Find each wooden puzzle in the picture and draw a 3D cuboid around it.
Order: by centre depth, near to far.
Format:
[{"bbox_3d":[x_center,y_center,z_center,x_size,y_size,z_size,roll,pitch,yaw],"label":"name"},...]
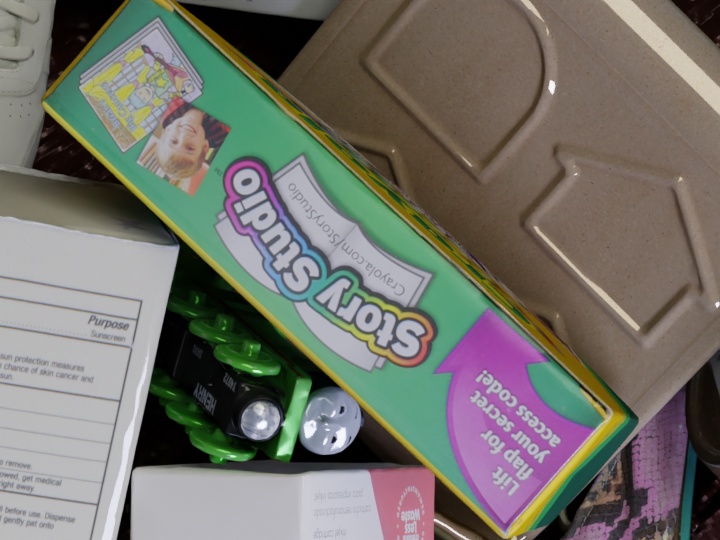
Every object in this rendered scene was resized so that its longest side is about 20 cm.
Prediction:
[{"bbox_3d":[0.053,-0.024,1.078,0.185,0.200,0.046,45,25,7],"label":"wooden puzzle"}]

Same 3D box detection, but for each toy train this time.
[{"bbox_3d":[-0.051,0.024,1.015,0.056,0.200,0.042,13,101,-23],"label":"toy train"}]

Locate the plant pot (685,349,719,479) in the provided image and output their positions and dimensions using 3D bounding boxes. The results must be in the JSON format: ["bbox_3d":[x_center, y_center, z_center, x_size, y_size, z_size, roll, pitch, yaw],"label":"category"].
[{"bbox_3d":[0.225,0.061,1.077,0.199,0.187,0.188,22,67,-18],"label":"plant pot"}]

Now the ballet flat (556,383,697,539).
[{"bbox_3d":[0.108,0.036,1.132,0.071,0.069,0.201,12,68,7],"label":"ballet flat"}]

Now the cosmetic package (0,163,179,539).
[{"bbox_3d":[-0.132,0.069,0.974,0.103,0.087,0.201,12,102,-14],"label":"cosmetic package"}]

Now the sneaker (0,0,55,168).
[{"bbox_3d":[-0.145,-0.114,1.072,0.074,0.100,0.201,5,73,-17],"label":"sneaker"}]

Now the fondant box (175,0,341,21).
[{"bbox_3d":[-0.013,-0.160,1.124,0.199,0.058,0.145,5,45,-16],"label":"fondant box"}]

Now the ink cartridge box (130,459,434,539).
[{"bbox_3d":[-0.025,0.165,0.984,0.067,0.116,0.202,1,88,23],"label":"ink cartridge box"}]

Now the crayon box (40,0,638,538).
[{"bbox_3d":[0.000,0.000,0.981,0.200,0.173,0.058,42,92,8],"label":"crayon box"}]

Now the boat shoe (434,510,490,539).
[{"bbox_3d":[0.064,0.155,1.071,0.200,0.066,0.074,36,65,-6],"label":"boat shoe"}]
